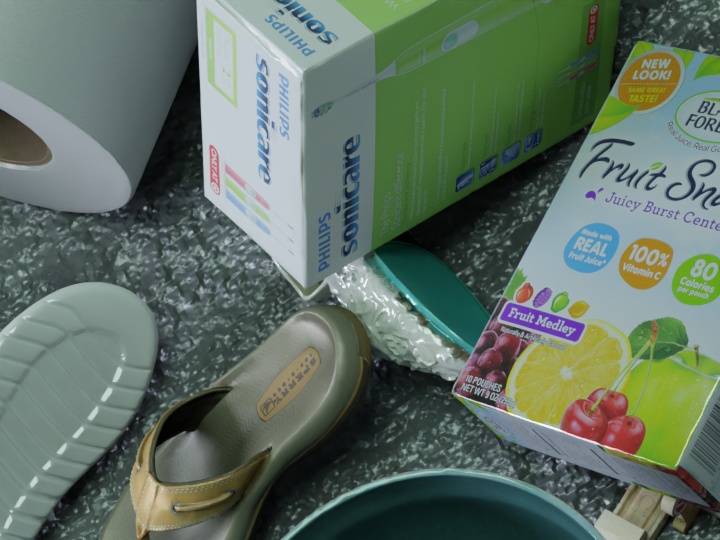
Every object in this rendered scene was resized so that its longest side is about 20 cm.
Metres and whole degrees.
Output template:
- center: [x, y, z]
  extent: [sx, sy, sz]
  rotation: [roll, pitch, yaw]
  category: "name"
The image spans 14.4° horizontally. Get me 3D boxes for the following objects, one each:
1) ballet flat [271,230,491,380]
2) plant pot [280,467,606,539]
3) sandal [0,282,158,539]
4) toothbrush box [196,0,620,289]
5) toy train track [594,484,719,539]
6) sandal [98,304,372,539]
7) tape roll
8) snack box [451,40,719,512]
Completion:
- center: [0.000, 0.000, 1.425]
  extent: [0.072, 0.072, 0.200]
  rotation: [-39, 56, 0]
  category: "ballet flat"
- center: [0.048, 0.203, 1.258]
  extent: [0.200, 0.134, 0.200]
  rotation: [-8, 64, 17]
  category: "plant pot"
- center: [-0.180, 0.091, 1.447]
  extent: [0.203, 0.082, 0.050]
  rotation: [-56, 17, -9]
  category: "sandal"
- center: [0.025, -0.106, 1.368]
  extent: [0.200, 0.146, 0.086]
  rotation: [-32, 55, -26]
  category: "toothbrush box"
- center: [0.167, 0.052, 1.343]
  extent: [0.115, 0.033, 0.200]
  rotation: [27, 77, 29]
  category: "toy train track"
- center: [-0.073, 0.093, 1.386]
  extent: [0.200, 0.054, 0.080]
  rotation: [-50, 53, 15]
  category: "sandal"
- center: [-0.184, -0.136, 1.472]
  extent: [0.203, 0.203, 0.139]
  rotation: [14, 72, 26]
  category: "tape roll"
- center: [0.148, -0.001, 1.325]
  extent: [0.142, 0.053, 0.200]
  rotation: [18, 74, 43]
  category: "snack box"
